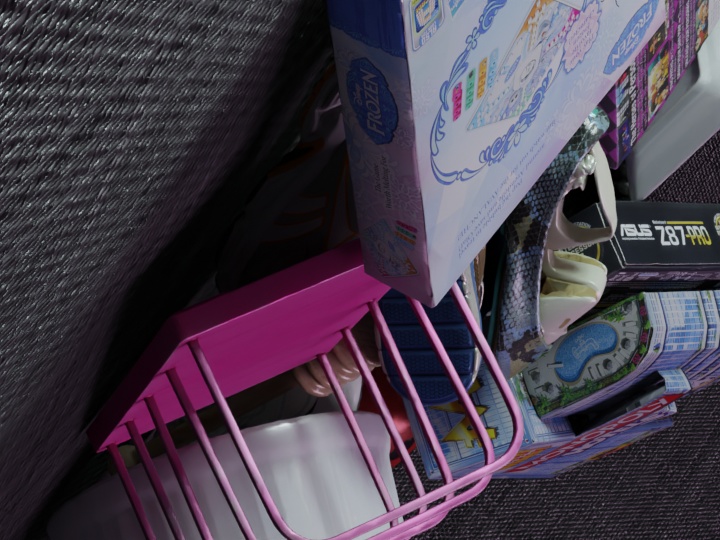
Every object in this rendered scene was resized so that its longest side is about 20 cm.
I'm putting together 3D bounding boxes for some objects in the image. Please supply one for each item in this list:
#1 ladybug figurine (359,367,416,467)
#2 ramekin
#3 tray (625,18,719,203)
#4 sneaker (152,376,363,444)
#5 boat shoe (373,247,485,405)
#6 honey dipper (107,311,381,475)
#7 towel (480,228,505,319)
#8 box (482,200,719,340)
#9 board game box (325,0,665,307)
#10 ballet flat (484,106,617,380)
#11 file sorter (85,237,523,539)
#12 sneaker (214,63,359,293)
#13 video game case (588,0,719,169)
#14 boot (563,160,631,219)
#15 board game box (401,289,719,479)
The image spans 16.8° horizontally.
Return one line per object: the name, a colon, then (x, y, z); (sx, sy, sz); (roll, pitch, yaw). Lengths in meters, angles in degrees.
ladybug figurine: (-0.025, 0.093, 1.539); (0.200, 0.135, 0.072); (-28, -128, 54)
ramekin: (-0.066, 0.158, 1.351); (0.199, 0.098, 0.201); (-17, 165, -5)
tray: (0.182, -0.142, 1.459); (0.107, 0.022, 0.201); (-47, -150, 37)
sneaker: (-0.080, 0.077, 1.435); (0.200, 0.081, 0.076); (-32, -129, 51)
boat shoe: (0.031, -0.035, 1.271); (0.072, 0.072, 0.201); (-72, 164, -71)
honey dipper: (-0.067, 0.073, 1.341); (0.200, 0.038, 0.038); (-29, -170, 34)
towel: (0.062, -0.072, 1.357); (0.112, 0.048, 0.201); (-38, 136, -70)
box: (0.148, 0.012, 1.494); (0.161, 0.049, 0.200); (-33, 161, 35)
board game box: (0.064, -0.118, 1.036); (0.200, 0.043, 0.199); (-50, 152, -27)
ballet flat: (0.105, -0.012, 1.334); (0.074, 0.074, 0.201); (-49, 151, -40)
file sorter: (-0.026, 0.080, 1.154); (0.138, 0.126, 0.200); (-22, 170, -23)
sneaker: (0.000, -0.031, 1.181); (0.076, 0.092, 0.200); (-47, 173, -47)
video game case: (0.163, -0.184, 1.305); (0.182, 0.036, 0.200); (-56, 155, -29)
boot: (0.131, -0.036, 1.578); (0.079, 0.212, 0.158); (-39, -148, -19)
board game box: (0.128, 0.075, 1.481); (0.200, 0.062, 0.199); (-28, 165, 35)
